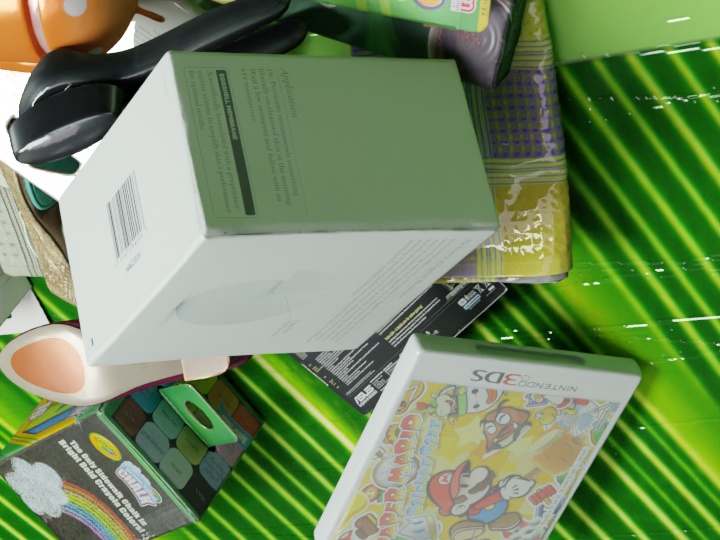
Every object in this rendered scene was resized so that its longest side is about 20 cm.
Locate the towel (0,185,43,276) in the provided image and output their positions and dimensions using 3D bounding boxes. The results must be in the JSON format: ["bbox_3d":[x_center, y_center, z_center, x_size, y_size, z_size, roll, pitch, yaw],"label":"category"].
[{"bbox_3d":[-0.221,-0.079,1.482,0.191,0.035,0.201,2,125,25],"label":"towel"}]

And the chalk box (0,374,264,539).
[{"bbox_3d":[-0.173,0.133,1.563,0.199,0.124,0.125,-26,111,40],"label":"chalk box"}]

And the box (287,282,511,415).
[{"bbox_3d":[0.000,0.000,1.407,0.160,0.044,0.200,39,135,-5],"label":"box"}]

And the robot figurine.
[{"bbox_3d":[-0.229,-0.193,1.257,0.198,0.117,0.145,5,102,11],"label":"robot figurine"}]

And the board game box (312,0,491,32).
[{"bbox_3d":[-0.010,-0.208,1.176,0.199,0.030,0.096,15,117,19],"label":"board game box"}]

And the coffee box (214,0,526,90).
[{"bbox_3d":[0.009,-0.199,1.214,0.199,0.044,0.124,21,119,13],"label":"coffee box"}]

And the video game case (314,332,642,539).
[{"bbox_3d":[0.083,0.133,1.393,0.181,0.023,0.201,7,128,-24],"label":"video game case"}]

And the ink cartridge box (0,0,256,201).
[{"bbox_3d":[-0.187,-0.138,1.353,0.199,0.045,0.177,35,113,-1],"label":"ink cartridge box"}]

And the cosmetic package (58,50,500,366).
[{"bbox_3d":[-0.055,-0.036,1.203,0.199,0.124,0.199,-1,157,-30],"label":"cosmetic package"}]

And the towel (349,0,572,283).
[{"bbox_3d":[0.065,-0.083,1.276,0.143,0.023,0.202,2,112,21],"label":"towel"}]

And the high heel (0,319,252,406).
[{"bbox_3d":[-0.173,0.059,1.494,0.198,0.096,0.068,1,105,16],"label":"high heel"}]

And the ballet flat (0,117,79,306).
[{"bbox_3d":[-0.235,-0.054,1.442,0.065,0.071,0.201,7,125,35],"label":"ballet flat"}]

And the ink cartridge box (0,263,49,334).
[{"bbox_3d":[-0.350,-0.008,1.581,0.115,0.068,0.201,-6,124,33],"label":"ink cartridge box"}]

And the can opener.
[{"bbox_3d":[-0.126,-0.120,1.215,0.199,0.079,0.063,-21,147,6],"label":"can opener"}]
